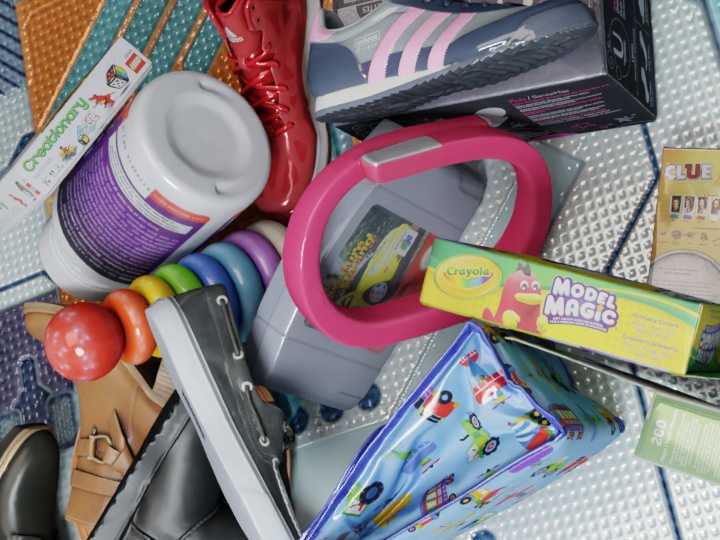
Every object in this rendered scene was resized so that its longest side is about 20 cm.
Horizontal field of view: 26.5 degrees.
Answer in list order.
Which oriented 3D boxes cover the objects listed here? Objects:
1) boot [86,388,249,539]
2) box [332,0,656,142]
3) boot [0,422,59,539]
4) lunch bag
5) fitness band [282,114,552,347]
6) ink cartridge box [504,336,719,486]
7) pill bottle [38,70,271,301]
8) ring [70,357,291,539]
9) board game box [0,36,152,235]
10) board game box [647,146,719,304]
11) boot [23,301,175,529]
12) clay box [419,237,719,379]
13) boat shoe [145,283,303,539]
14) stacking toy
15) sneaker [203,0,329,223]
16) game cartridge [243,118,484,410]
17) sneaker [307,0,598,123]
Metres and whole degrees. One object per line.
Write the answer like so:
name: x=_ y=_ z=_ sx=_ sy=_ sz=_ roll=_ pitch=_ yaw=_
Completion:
boot: x=-0.090 y=0.174 z=1.066 sx=0.162 sy=0.073 sz=0.199 roll=30 pitch=90 yaw=-7
box: x=0.090 y=-0.163 z=1.052 sx=0.199 sy=0.115 sz=0.133 roll=-7 pitch=77 yaw=26
boot: x=-0.230 y=0.230 z=1.166 sx=0.138 sy=0.077 sz=0.201 roll=19 pitch=102 yaw=31
lunch bag: x=0.055 y=0.136 z=0.988 sx=0.200 sy=0.150 sz=0.094 roll=-45 pitch=70 yaw=14
fitness band: x=0.040 y=-0.025 z=1.009 sx=0.037 sy=0.199 sz=0.144 roll=40 pitch=136 yaw=47
ink cartridge box: x=0.195 y=0.095 z=0.928 sx=0.199 sy=0.145 sz=0.048 roll=16 pitch=89 yaw=29
pill bottle: x=-0.161 y=-0.053 z=1.136 sx=0.200 sy=0.111 sz=0.112 roll=-36 pitch=63 yaw=46
ring: x=-0.137 y=0.155 z=1.163 sx=0.199 sy=0.019 sz=0.202 roll=-6 pitch=77 yaw=26
board game box: x=-0.229 y=-0.097 z=1.159 sx=0.035 sy=0.200 sz=0.127 roll=39 pitch=70 yaw=-13
board game box: x=0.284 y=-0.007 z=0.965 sx=0.199 sy=0.035 sz=0.136 roll=5 pitch=82 yaw=28
boot: x=-0.194 y=0.114 z=1.157 sx=0.199 sy=0.077 sz=0.156 roll=18 pitch=92 yaw=21
clay box: x=0.150 y=0.026 z=0.940 sx=0.199 sy=0.115 sz=0.048 roll=14 pitch=93 yaw=26
boat shoe: x=-0.075 y=0.101 z=0.992 sx=0.056 sy=0.069 sz=0.201 roll=-24 pitch=82 yaw=-14
stacking toy: x=-0.132 y=0.030 z=1.080 sx=0.085 sy=0.199 sz=0.086 roll=30 pitch=130 yaw=44
sneaker: x=-0.082 y=-0.141 z=1.137 sx=0.078 sy=0.115 sz=0.201 roll=-11 pitch=75 yaw=25
game cartridge: x=0.000 y=0.000 z=1.056 sx=0.041 sy=0.133 sz=0.201 roll=35 pitch=97 yaw=38
sneaker: x=0.050 y=-0.154 z=0.964 sx=0.199 sy=0.070 sz=0.083 roll=-13 pitch=82 yaw=26
